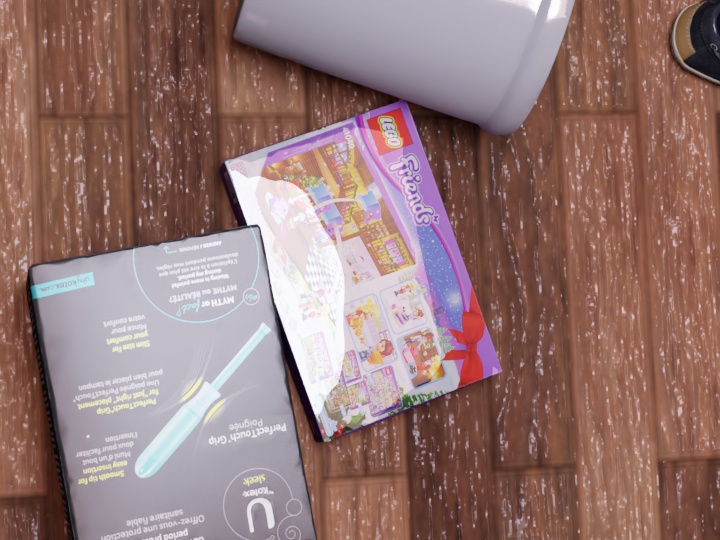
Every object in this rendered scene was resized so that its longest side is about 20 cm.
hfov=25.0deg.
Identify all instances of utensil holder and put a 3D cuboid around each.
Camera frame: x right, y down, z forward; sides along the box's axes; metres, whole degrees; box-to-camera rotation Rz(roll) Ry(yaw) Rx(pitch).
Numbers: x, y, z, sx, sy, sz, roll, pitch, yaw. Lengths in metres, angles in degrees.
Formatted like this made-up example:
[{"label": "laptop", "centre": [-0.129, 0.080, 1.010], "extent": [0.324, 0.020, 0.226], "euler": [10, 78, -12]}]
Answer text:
[{"label": "utensil holder", "centre": [0.029, -0.198, 1.077], "extent": [0.197, 0.170, 0.172], "euler": [16, 82, -7]}]

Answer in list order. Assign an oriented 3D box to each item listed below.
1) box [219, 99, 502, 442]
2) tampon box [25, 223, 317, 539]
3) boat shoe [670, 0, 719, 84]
[{"label": "box", "centre": [0.000, 0.000, 1.116], "extent": [0.135, 0.039, 0.202], "euler": [-19, 89, -12]}, {"label": "tampon box", "centre": [-0.124, 0.087, 1.037], "extent": [0.148, 0.126, 0.203], "euler": [-10, 88, -12]}, {"label": "boat shoe", "centre": [0.325, -0.151, 1.188], "extent": [0.198, 0.062, 0.076], "euler": [16, 80, -12]}]
